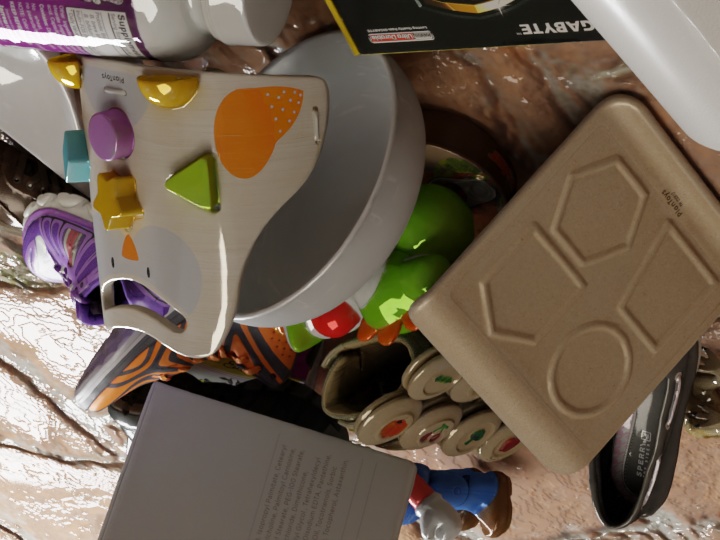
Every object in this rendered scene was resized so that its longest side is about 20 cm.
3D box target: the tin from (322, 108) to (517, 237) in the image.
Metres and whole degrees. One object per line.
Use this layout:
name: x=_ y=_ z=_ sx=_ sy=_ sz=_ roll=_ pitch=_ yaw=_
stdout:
tin: x=0.013 y=-0.058 z=1.623 sx=0.199 sy=0.042 sz=0.112 roll=-5 pitch=141 yaw=33

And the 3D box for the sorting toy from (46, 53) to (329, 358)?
sorting toy: x=-0.125 y=-0.043 z=1.505 sx=0.106 sy=0.181 sz=0.199 roll=-5 pitch=-167 yaw=-41

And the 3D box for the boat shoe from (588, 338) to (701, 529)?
boat shoe: x=0.191 y=0.087 z=1.635 sx=0.067 sy=0.057 sz=0.201 roll=13 pitch=118 yaw=25

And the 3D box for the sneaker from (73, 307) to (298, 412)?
sneaker: x=-0.112 y=0.059 z=1.739 sx=0.200 sy=0.078 sz=0.112 roll=-41 pitch=104 yaw=18

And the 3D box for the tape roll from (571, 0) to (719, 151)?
tape roll: x=0.204 y=-0.180 z=1.212 sx=0.202 sy=0.203 sz=0.139 roll=-16 pitch=130 yaw=42

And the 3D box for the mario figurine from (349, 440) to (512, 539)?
mario figurine: x=0.011 y=0.184 z=1.841 sx=0.199 sy=0.106 sz=0.124 roll=11 pitch=140 yaw=-23

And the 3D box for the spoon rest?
spoon rest: x=-0.208 y=-0.106 z=1.657 sx=0.200 sy=0.061 sz=0.099 roll=37 pitch=142 yaw=-22

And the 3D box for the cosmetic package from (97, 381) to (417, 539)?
cosmetic package: x=-0.084 y=0.211 z=1.687 sx=0.199 sy=0.167 sz=0.168 roll=17 pitch=147 yaw=-1

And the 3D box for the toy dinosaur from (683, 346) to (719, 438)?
toy dinosaur: x=0.245 y=0.102 z=1.712 sx=0.199 sy=0.058 sz=0.101 roll=22 pitch=161 yaw=13

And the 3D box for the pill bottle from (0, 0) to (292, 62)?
pill bottle: x=-0.146 y=-0.187 z=1.468 sx=0.199 sy=0.113 sz=0.113 roll=6 pitch=143 yaw=20

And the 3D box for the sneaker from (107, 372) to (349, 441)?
sneaker: x=-0.093 y=0.124 z=1.783 sx=0.199 sy=0.075 sz=0.080 roll=10 pitch=132 yaw=29

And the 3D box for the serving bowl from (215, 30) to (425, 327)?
serving bowl: x=-0.026 y=-0.049 z=1.524 sx=0.066 sy=0.201 sz=0.199 roll=30 pitch=147 yaw=-35

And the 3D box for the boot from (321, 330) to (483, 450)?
boot: x=0.026 y=0.084 z=1.704 sx=0.154 sy=0.072 sz=0.200 roll=-10 pitch=163 yaw=-43

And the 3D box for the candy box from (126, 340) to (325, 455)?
candy box: x=-0.108 y=0.095 z=1.872 sx=0.136 sy=0.061 sz=0.200 roll=18 pitch=144 yaw=4

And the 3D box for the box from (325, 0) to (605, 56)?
box: x=0.059 y=-0.201 z=1.396 sx=0.199 sy=0.050 sz=0.160 roll=0 pitch=138 yaw=29

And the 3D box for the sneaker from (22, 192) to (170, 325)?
sneaker: x=-0.185 y=-0.002 z=1.640 sx=0.080 sy=0.084 sz=0.200 roll=35 pitch=164 yaw=-29

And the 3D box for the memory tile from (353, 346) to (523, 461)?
memory tile: x=0.095 y=0.077 z=1.640 sx=0.153 sy=0.017 sz=0.200 roll=-45 pitch=150 yaw=22

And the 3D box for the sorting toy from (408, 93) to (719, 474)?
sorting toy: x=0.147 y=0.010 z=1.545 sx=0.185 sy=0.200 sz=0.036 roll=47 pitch=176 yaw=-32

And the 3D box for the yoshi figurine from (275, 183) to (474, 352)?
yoshi figurine: x=0.010 y=-0.009 z=1.601 sx=0.199 sy=0.112 sz=0.113 roll=-2 pitch=97 yaw=51

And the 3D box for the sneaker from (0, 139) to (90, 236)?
sneaker: x=-0.214 y=-0.053 z=1.742 sx=0.200 sy=0.071 sz=0.075 roll=35 pitch=127 yaw=-27
